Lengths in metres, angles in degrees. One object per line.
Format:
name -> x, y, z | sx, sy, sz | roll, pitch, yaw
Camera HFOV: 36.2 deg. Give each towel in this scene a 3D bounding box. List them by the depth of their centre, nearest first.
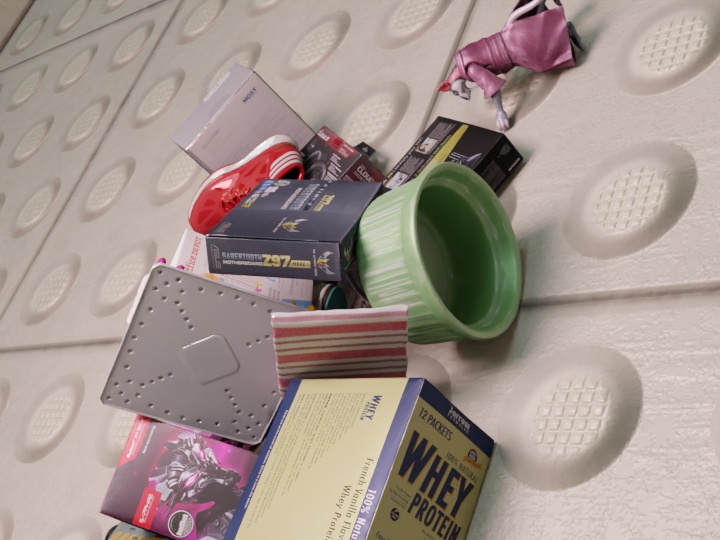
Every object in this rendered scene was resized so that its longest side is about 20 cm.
towel -> -0.021, 0.094, 1.216 | 0.146, 0.200, 0.030 | -4, 56, -2

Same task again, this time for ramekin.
ramekin -> 0.086, -0.012, 1.238 | 0.097, 0.200, 0.200 | -18, 44, 39

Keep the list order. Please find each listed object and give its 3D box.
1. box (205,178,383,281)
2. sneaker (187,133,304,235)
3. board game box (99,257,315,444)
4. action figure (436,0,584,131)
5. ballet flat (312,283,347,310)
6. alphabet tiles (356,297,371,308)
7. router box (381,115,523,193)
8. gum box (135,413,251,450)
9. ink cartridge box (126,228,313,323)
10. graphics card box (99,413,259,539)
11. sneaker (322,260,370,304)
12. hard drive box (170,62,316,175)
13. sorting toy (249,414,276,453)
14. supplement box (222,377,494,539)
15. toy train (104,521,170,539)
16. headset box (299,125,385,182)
box -> -0.069, -0.052, 1.273 | 0.157, 0.051, 0.200 | 4, 25, 15
sneaker -> -0.164, -0.105, 1.577 | 0.200, 0.078, 0.116 | -43, 32, 11
board game box -> -0.173, 0.096, 1.268 | 0.026, 0.199, 0.200 | -102, 35, -58
action figure -> 0.188, -0.289, 1.462 | 0.199, 0.149, 0.134 | -25, 44, 8
ballet flat -> -0.053, 0.109, 1.359 | 0.069, 0.069, 0.201 | -22, 55, 32
alphabet tiles -> 0.081, 0.005, 1.396 | 0.200, 0.006, 0.167 | -8, 50, 43
router box -> 0.094, -0.103, 1.439 | 0.200, 0.052, 0.157 | -49, 32, -6
gum box -> -0.207, 0.182, 1.421 | 0.114, 0.066, 0.200 | -52, 39, -7
ink cartridge box -> -0.173, 0.052, 1.344 | 0.129, 0.199, 0.125 | -91, 26, -61
graphics card box -> -0.191, 0.257, 1.290 | 0.199, 0.051, 0.126 | 17, 75, 12
sneaker -> 0.001, -0.002, 1.423 | 0.202, 0.146, 0.077 | 42, 80, 17
hard drive box -> -0.159, -0.188, 1.678 | 0.156, 0.200, 0.077 | -49, 34, -4
sorting toy -> -0.145, 0.165, 1.454 | 0.185, 0.036, 0.200 | -47, 34, 0
supplement box -> 0.000, 0.229, 1.146 | 0.199, 0.134, 0.200 | -7, 51, 44
toy train -> -0.266, 0.362, 1.357 | 0.200, 0.085, 0.114 | -7, 39, 46
headset box -> -0.058, -0.112, 1.601 | 0.200, 0.077, 0.149 | -46, 34, 0
